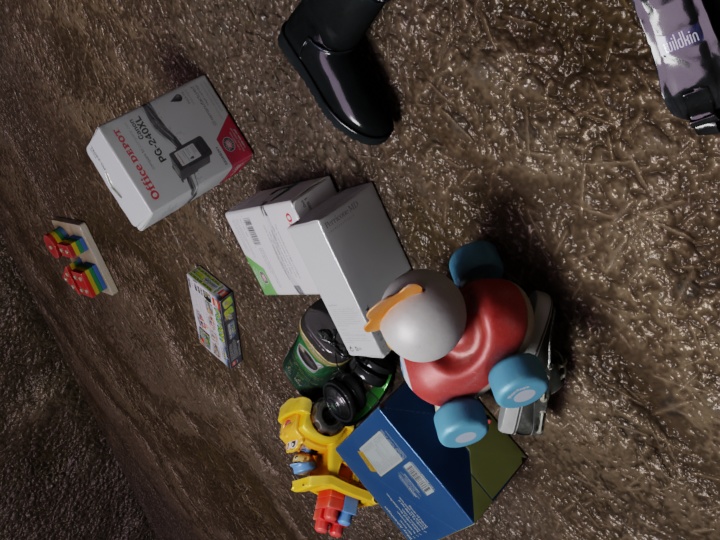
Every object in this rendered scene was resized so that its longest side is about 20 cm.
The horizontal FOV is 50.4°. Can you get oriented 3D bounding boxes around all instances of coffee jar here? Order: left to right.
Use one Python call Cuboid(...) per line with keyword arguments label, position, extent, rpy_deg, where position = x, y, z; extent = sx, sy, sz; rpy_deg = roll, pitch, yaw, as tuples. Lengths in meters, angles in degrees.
Cuboid(label="coffee jar", position=(-0.060, 0.127, 1.241), extent=(0.105, 0.085, 0.201), rpy_deg=(48, 148, 13))

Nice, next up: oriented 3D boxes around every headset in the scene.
Cuboid(label="headset", position=(-0.012, 0.154, 1.141), extent=(0.093, 0.124, 0.201), rpy_deg=(37, 165, 27))

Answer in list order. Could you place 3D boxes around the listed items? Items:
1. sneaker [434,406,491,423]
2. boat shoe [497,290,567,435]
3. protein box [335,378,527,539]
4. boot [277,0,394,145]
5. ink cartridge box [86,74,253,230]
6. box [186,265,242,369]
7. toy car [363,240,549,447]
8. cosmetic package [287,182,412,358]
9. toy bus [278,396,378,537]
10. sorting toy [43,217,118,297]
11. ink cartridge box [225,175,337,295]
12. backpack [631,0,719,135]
Cuboid(label="sneaker", position=(0.130, 0.114, 1.009), extent=(0.075, 0.082, 0.206), rpy_deg=(-78, -20, -83))
Cuboid(label="boat shoe", position=(0.210, 0.113, 0.907), extent=(0.062, 0.071, 0.204), rpy_deg=(9, 125, 6))
Cuboid(label="protein box", position=(0.096, 0.268, 1.119), extent=(0.199, 0.134, 0.201), rpy_deg=(48, 147, 9))
Cuboid(label="boot", position=(-0.009, -0.259, 0.848), extent=(0.200, 0.073, 0.163), rpy_deg=(51, 144, 7))
Cuboid(label="ink cartridge box", position=(-0.284, -0.178, 1.150), extent=(0.147, 0.199, 0.083), rpy_deg=(57, 147, -6))
Cuboid(label="box", position=(-0.297, 0.099, 1.567), extent=(0.109, 0.034, 0.203), rpy_deg=(33, 142, 30))
Cuboid(label="toy car", position=(0.072, 0.065, 0.831), extent=(0.177, 0.197, 0.188), rpy_deg=(-43, 45, 34))
Cuboid(label="cosmetic package", position=(0.000, 0.000, 1.027), extent=(0.080, 0.112, 0.203), rpy_deg=(-4, 118, 51))
Cuboid(label="toy bus", position=(-0.053, 0.324, 1.258), extent=(0.197, 0.196, 0.135), rpy_deg=(26, 153, -18))
Cuboid(label="sorting toy", position=(-0.741, -0.026, 1.996), extent=(0.196, 0.069, 0.204), rpy_deg=(10, 127, 48))
Cuboid(label="ink cartridge box", position=(-0.096, -0.046, 1.132), extent=(0.198, 0.084, 0.149), rpy_deg=(-2, 118, 52))
Cuboid(label="backpack", position=(0.248, -0.224, 0.471), extent=(0.191, 0.154, 0.199), rpy_deg=(47, 141, -4))
